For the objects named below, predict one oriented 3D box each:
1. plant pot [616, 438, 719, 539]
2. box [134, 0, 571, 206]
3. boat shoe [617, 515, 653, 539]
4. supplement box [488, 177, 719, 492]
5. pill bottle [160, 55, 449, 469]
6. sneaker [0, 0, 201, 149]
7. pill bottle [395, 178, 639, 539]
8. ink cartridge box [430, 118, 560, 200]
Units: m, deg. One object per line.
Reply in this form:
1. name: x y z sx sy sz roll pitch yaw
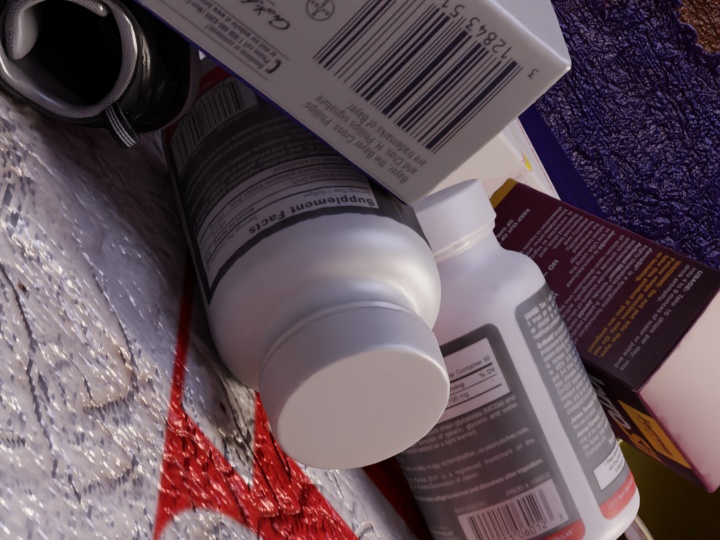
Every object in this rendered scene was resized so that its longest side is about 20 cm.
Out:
1. plant pot: 0.281 0.229 1.235 0.201 0.197 0.143 -104 -173 -53
2. box: -0.016 -0.162 0.720 0.183 0.105 0.201 35 27 -28
3. boat shoe: 0.178 0.227 1.049 0.202 0.071 0.068 62 11 4
4. supplement box: 0.147 0.034 0.939 0.199 0.086 0.110 31 -15 52
5. pill bottle: -0.025 -0.010 0.739 0.111 0.110 0.201 44 19 -46
6. sneaker: -0.140 -0.144 0.684 0.201 0.075 0.114 59 10 -12
7. pill bottle: 0.063 0.061 0.848 0.202 0.115 0.116 66 13 -5
8. ink cartridge box: 0.055 -0.087 1.173 0.200 0.124 0.129 43 20 -49
